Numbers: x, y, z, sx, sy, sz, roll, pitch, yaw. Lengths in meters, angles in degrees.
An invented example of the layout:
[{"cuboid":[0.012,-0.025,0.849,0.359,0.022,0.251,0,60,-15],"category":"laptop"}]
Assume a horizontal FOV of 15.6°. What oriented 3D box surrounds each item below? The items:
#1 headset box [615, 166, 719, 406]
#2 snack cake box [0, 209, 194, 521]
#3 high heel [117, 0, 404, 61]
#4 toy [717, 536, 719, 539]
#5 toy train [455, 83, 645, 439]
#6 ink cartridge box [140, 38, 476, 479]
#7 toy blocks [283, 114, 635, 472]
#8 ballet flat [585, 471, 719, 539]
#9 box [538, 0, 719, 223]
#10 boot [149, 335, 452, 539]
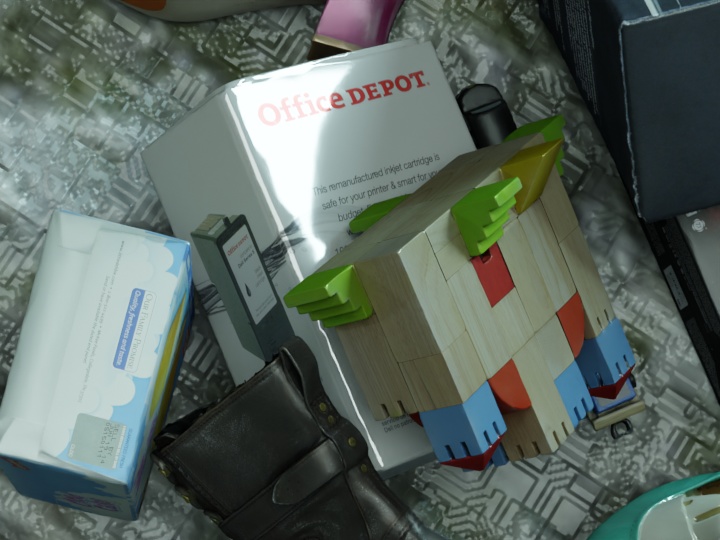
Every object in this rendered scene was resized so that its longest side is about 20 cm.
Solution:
[{"cuboid":[0.257,-0.031,1.376,0.199,0.077,0.149,-21,84,-8],"category":"headset box"},{"cuboid":[-0.125,0.051,1.258,0.067,0.200,0.116,13,80,-1],"category":"snack cake box"},{"cuboid":[-0.066,-0.177,1.370,0.199,0.067,0.096,16,74,-1],"category":"high heel"},{"cuboid":[0.180,0.192,1.281,0.115,0.047,0.200,34,92,-21],"category":"toy"},{"cuboid":[0.098,-0.007,1.370,0.034,0.046,0.201,-23,84,-9],"category":"toy train"},{"cuboid":[0.000,0.000,1.311,0.145,0.084,0.201,-17,81,-41],"category":"ink cartridge box"},{"cuboid":[0.059,0.028,1.234,0.200,0.100,0.137,-39,110,-52],"category":"toy blocks"},{"cuboid":[0.191,0.125,1.323,0.199,0.070,0.068,-22,77,-24],"category":"ballet flat"},{"cuboid":[0.201,-0.145,1.307,0.199,0.124,0.197,-14,39,-4],"category":"box"},{"cuboid":[-0.033,0.138,1.244,0.174,0.200,0.069,44,34,1],"category":"boot"}]
